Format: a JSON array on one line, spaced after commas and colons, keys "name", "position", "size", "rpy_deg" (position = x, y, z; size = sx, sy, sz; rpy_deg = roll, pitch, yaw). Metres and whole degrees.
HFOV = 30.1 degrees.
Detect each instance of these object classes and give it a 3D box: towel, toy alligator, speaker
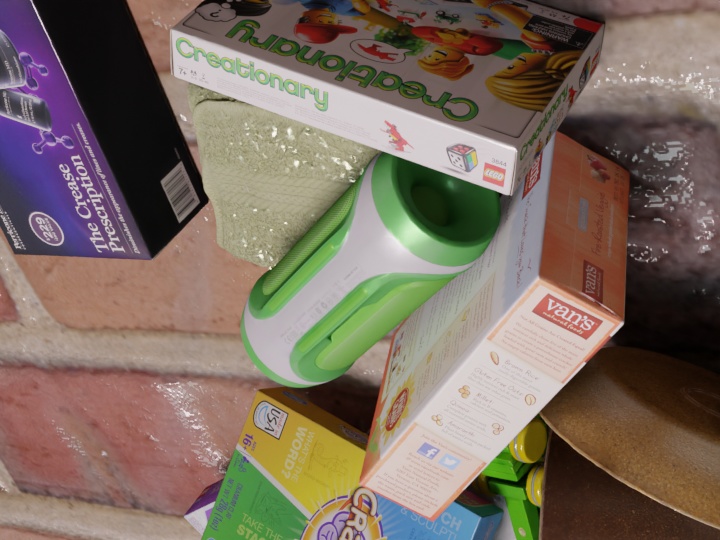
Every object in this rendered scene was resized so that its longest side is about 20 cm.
[{"name": "towel", "position": [-0.021, -0.051, 0.871], "size": [0.199, 0.037, 0.149], "rpy_deg": [10, 132, 27]}, {"name": "toy alligator", "position": [0.117, 0.143, 0.932], "size": [0.059, 0.054, 0.201], "rpy_deg": [5, 128, 42]}, {"name": "speaker", "position": [0.000, 0.000, 0.810], "size": [0.088, 0.089, 0.200], "rpy_deg": [42, 139, -5]}]

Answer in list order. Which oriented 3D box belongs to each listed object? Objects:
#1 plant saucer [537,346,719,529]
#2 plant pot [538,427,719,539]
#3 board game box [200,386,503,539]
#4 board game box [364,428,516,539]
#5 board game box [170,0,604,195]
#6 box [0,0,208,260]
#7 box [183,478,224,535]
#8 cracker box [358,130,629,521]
[{"name": "plant saucer", "position": [0.194, 0.090, 0.758], "size": [0.199, 0.200, 0.036], "rpy_deg": [25, 106, 14]}, {"name": "plant pot", "position": [0.220, 0.186, 0.830], "size": [0.199, 0.187, 0.188], "rpy_deg": [0, 128, 15]}, {"name": "board game box", "position": [-0.014, 0.195, 0.964], "size": [0.199, 0.040, 0.154], "rpy_deg": [25, 100, 28]}, {"name": "board game box", "position": [0.064, 0.202, 1.045], "size": [0.200, 0.026, 0.200], "rpy_deg": [40, 139, -3]}, {"name": "board game box", "position": [0.015, -0.118, 0.719], "size": [0.199, 0.126, 0.035], "rpy_deg": [21, 136, 17]}, {"name": "box", "position": [-0.211, -0.110, 0.921], "size": [0.141, 0.079, 0.201], "rpy_deg": [4, 128, 35]}, {"name": "box", "position": [-0.034, 0.241, 1.098], "size": [0.200, 0.039, 0.137], "rpy_deg": [48, 137, -10]}, {"name": "cracker box", "position": [0.077, 0.035, 0.779], "size": [0.057, 0.134, 0.200], "rpy_deg": [27, 131, -10]}]
